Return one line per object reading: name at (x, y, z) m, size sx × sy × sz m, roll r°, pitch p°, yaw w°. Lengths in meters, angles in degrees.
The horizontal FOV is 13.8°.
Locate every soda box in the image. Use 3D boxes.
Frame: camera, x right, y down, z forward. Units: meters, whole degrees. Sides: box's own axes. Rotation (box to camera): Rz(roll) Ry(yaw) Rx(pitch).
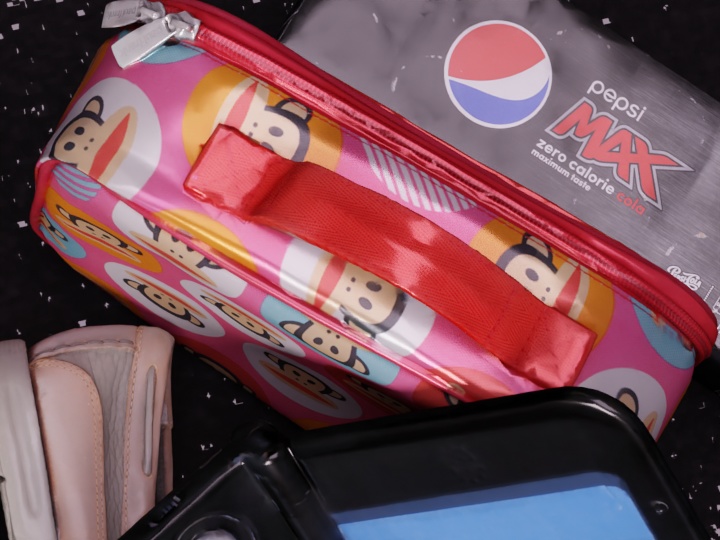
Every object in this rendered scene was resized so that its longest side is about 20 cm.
soda box at (0.068, -0.035, 0.934) m, size 0.200 × 0.063 × 0.071 m, roll 34°, pitch 80°, yaw -1°

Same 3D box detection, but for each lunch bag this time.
lunch bag at (0.000, 0.000, 0.865) m, size 0.200 × 0.176 × 0.082 m, roll 30°, pitch 81°, yaw -2°

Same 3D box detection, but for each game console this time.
game console at (0.021, 0.145, 0.836) m, size 0.176 × 0.116 × 0.200 m, roll -42°, pitch 120°, yaw -17°

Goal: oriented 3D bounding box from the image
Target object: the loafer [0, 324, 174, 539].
loafer at (-0.066, 0.114, 0.896) m, size 0.063 × 0.072 × 0.201 m, roll -13°, pitch 85°, yaw -7°
